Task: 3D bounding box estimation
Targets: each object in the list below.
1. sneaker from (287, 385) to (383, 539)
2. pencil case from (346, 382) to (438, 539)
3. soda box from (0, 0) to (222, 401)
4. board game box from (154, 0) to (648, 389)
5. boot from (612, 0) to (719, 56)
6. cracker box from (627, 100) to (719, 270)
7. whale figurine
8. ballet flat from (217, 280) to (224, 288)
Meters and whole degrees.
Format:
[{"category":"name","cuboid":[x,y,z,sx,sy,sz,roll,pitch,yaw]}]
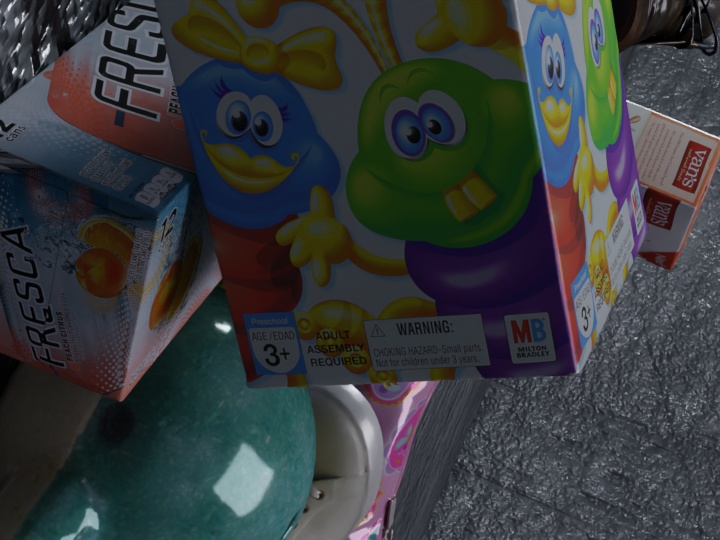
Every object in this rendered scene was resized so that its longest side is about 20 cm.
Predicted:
[{"category":"sneaker","cuboid":[-0.053,0.142,0.982,0.085,0.073,0.201,-36,160,-51]},{"category":"pencil case","cuboid":[0.007,0.108,1.294,0.087,0.087,0.202,-32,142,-75]},{"category":"soda box","cuboid":[-0.058,-0.044,0.592,0.200,0.063,0.069,-56,165,-57]},{"category":"board game box","cuboid":[0.010,-0.081,0.517,0.105,0.102,0.202,-52,134,-59]},{"category":"boot","cuboid":[0.144,-0.141,0.888,0.200,0.096,0.076,-115,-154,-75]},{"category":"cracker box","cuboid":[0.140,-0.080,1.261,0.134,0.198,0.058,82,32,-72]},{"category":"whale figurine","cuboid":[-0.085,0.100,0.645,0.201,0.103,0.159,-64,172,-4]},{"category":"ballet flat","cuboid":[-0.035,-0.012,0.711,0.067,0.067,0.200,-43,-159,-14]}]
